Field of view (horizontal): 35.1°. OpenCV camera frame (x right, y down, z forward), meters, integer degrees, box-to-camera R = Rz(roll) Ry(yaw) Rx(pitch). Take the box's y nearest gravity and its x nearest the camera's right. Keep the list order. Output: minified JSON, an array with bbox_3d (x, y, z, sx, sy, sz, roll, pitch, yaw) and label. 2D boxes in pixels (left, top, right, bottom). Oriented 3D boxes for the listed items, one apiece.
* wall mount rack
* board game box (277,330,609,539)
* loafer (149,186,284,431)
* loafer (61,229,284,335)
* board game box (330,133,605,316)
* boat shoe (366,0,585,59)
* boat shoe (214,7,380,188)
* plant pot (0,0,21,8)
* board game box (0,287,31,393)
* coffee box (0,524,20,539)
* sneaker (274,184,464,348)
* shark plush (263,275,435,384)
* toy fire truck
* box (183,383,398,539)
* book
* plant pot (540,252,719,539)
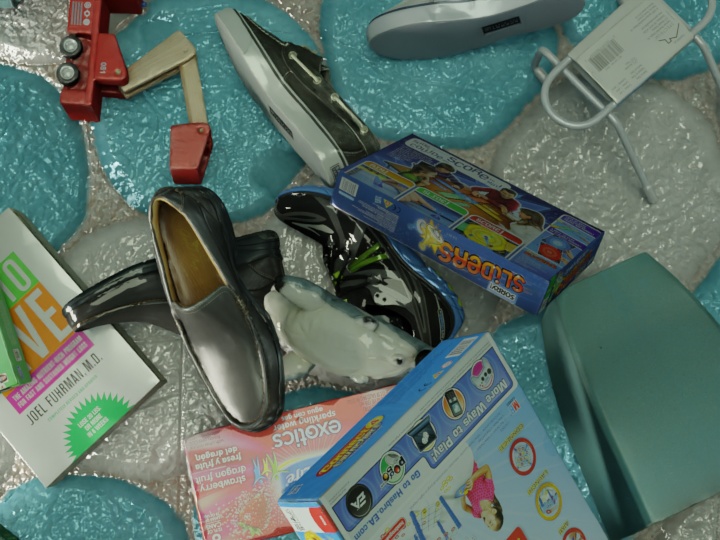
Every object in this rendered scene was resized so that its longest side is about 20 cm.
[{"bbox_3d":[0.259,-0.172,1.043,0.200,0.075,0.174,-41,80,-9],"label":"wall mount rack"},{"bbox_3d":[0.067,0.182,0.819,0.200,0.056,0.197,-39,104,-36],"label":"board game box"},{"bbox_3d":[-0.118,0.031,0.878,0.072,0.072,0.202,-26,82,14],"label":"loafer"},{"bbox_3d":[-0.151,0.024,0.964,0.198,0.073,0.073,-17,86,-22],"label":"loafer"},{"bbox_3d":[0.092,-0.045,0.957,0.199,0.135,0.035,30,122,20],"label":"board game box"},{"bbox_3d":[0.099,-0.258,1.039,0.199,0.075,0.087,-13,70,12],"label":"boat shoe"},{"bbox_3d":[-0.058,-0.164,1.018,0.063,0.071,0.201,-34,74,-12],"label":"boat shoe"},{"bbox_3d":[-0.355,-0.345,0.987,0.199,0.196,0.198,33,79,-5],"label":"plant pot"},{"bbox_3d":[-0.372,0.022,0.958,0.133,0.029,0.202,-20,87,6],"label":"board game box"},{"bbox_3d":[-0.276,0.310,0.935,0.199,0.044,0.123,36,80,5],"label":"coffee box"},{"bbox_3d":[0.000,0.000,0.994,0.199,0.071,0.083,42,74,2],"label":"sneaker"},{"bbox_3d":[0.008,0.044,0.923,0.198,0.083,0.092,5,107,22],"label":"shark plush"},{"bbox_3d":[-0.200,-0.184,1.030,0.139,0.049,0.203,3,78,-3],"label":"toy fire truck"},{"bbox_3d":[-0.040,0.163,0.947,0.197,0.100,0.097,-13,80,-6],"label":"box"},{"bbox_3d":[-0.282,0.066,0.985,0.133,0.048,0.200,-42,84,-4],"label":"book"},{"bbox_3d":[0.239,0.100,0.956,0.140,0.142,0.202,-23,74,-7],"label":"plant pot"}]
